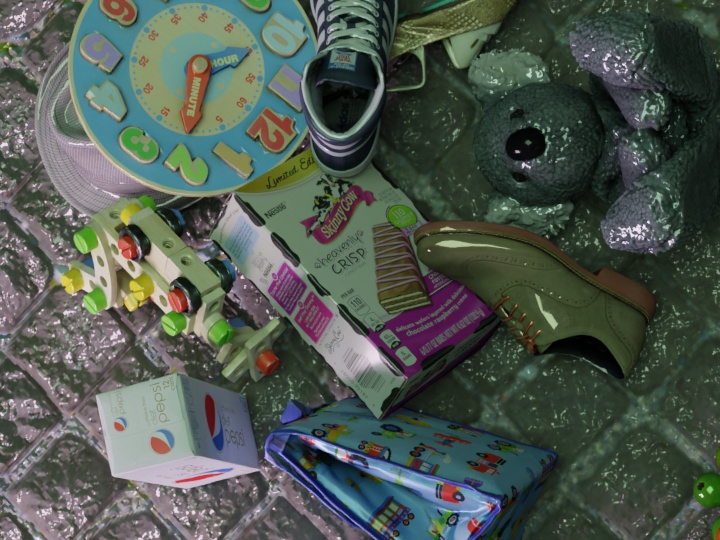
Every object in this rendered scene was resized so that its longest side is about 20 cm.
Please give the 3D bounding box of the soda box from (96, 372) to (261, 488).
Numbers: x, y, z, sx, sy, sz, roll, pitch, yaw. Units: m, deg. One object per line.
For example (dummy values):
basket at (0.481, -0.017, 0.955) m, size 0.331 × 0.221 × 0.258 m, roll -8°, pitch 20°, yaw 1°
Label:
soda box at (-0.135, 0.124, 1.675) m, size 0.068 × 0.200 × 0.064 m, roll -15°, pitch 79°, yaw 9°

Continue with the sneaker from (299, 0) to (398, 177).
sneaker at (-0.009, -0.179, 1.665) m, size 0.069 × 0.109 × 0.202 m, roll 2°, pitch 82°, yaw 3°

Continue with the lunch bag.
lunch bag at (0.027, 0.147, 1.656) m, size 0.199 × 0.150 × 0.095 m, roll 27°, pitch 107°, yaw 15°

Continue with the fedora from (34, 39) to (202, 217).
fedora at (-0.183, -0.135, 1.774) m, size 0.199 × 0.090 × 0.178 m, roll -18°, pitch 79°, yaw 9°

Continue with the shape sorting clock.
shape sorting clock at (-0.127, -0.156, 1.708) m, size 0.198 × 0.039 × 0.202 m, roll 2°, pitch 80°, yaw -14°

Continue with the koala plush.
koala plush at (0.174, -0.099, 1.679) m, size 0.199 × 0.183 × 0.179 m, roll -9°, pitch 93°, yaw 31°

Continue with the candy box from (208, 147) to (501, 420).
candy box at (0.000, 0.000, 1.696) m, size 0.200 × 0.136 × 0.061 m, roll 45°, pitch 137°, yaw 13°

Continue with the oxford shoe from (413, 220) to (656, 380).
oxford shoe at (0.129, 0.021, 1.663) m, size 0.199 × 0.070 × 0.075 m, roll 20°, pitch 66°, yaw -8°

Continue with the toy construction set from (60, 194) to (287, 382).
toy construction set at (-0.150, 0.017, 1.735) m, size 0.199 × 0.132 × 0.092 m, roll 32°, pitch 51°, yaw 13°

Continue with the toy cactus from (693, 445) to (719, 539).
toy cactus at (0.331, 0.170, 1.635) m, size 0.164 × 0.102 × 0.202 m, roll 12°, pitch 77°, yaw 3°

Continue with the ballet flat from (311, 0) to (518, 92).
ballet flat at (0.054, -0.183, 1.751) m, size 0.199 × 0.071 × 0.066 m, roll -19°, pitch 98°, yaw 14°
